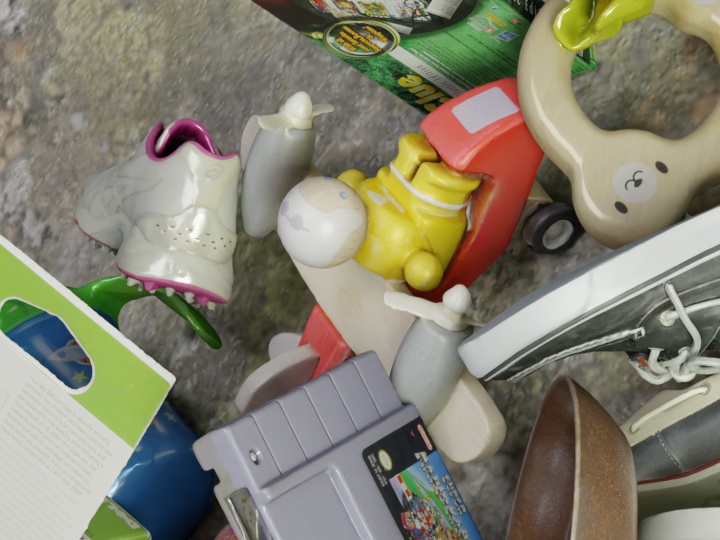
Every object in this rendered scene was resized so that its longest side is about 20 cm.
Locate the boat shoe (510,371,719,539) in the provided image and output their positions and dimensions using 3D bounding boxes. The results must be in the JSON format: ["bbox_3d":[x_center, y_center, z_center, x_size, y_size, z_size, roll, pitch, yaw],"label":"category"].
[{"bbox_3d":[0.154,0.083,1.177,0.199,0.071,0.063,-27,50,25],"label":"boat shoe"}]

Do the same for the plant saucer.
[{"bbox_3d":[0.084,0.146,1.080,0.034,0.200,0.202,9,72,-3],"label":"plant saucer"}]

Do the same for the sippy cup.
[{"bbox_3d":[-0.151,0.099,1.384,0.130,0.139,0.179,39,123,32],"label":"sippy cup"}]

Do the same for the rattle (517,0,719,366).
[{"bbox_3d":[0.142,-0.074,1.191,0.143,0.129,0.202,125,152,-63],"label":"rattle"}]

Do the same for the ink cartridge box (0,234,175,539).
[{"bbox_3d":[-0.172,0.095,1.288,0.148,0.076,0.201,37,106,21],"label":"ink cartridge box"}]

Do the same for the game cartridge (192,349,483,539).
[{"bbox_3d":[0.013,0.144,1.171,0.038,0.129,0.201,-28,89,41],"label":"game cartridge"}]

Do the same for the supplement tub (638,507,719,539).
[{"bbox_3d":[0.164,0.211,1.061,0.144,0.145,0.202,-6,67,37],"label":"supplement tub"}]

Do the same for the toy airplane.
[{"bbox_3d":[0.000,0.000,1.288,0.199,0.141,0.201,-4,69,37],"label":"toy airplane"}]

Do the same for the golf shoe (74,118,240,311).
[{"bbox_3d":[-0.104,-0.042,1.402,0.200,0.075,0.092,-145,70,-67],"label":"golf shoe"}]

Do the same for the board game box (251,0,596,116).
[{"bbox_3d":[0.024,-0.132,1.287,0.104,0.200,0.024,-18,60,31],"label":"board game box"}]

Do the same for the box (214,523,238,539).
[{"bbox_3d":[-0.041,0.190,1.198,0.099,0.096,0.200,-24,15,30],"label":"box"}]

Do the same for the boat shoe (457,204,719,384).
[{"bbox_3d":[0.144,0.016,1.162,0.198,0.074,0.068,-25,89,-9],"label":"boat shoe"}]
